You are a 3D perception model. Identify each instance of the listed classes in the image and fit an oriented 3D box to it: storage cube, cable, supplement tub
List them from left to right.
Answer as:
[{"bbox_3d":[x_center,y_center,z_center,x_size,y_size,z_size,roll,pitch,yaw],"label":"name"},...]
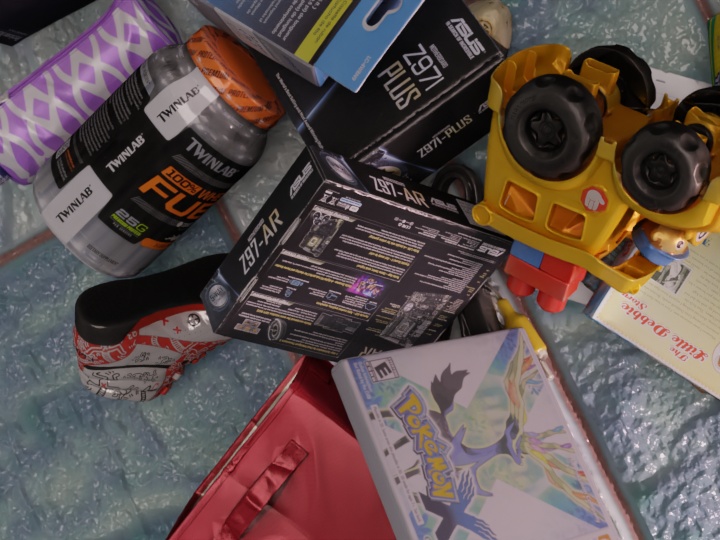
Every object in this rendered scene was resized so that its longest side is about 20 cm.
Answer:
[{"bbox_3d":[-0.163,-0.098,1.121,0.200,0.122,0.123,-42,85,18],"label":"supplement tub"},{"bbox_3d":[-0.028,0.191,1.090,0.179,0.200,0.171,39,96,-1],"label":"storage cube"},{"bbox_3d":[0.093,0.015,1.153,0.097,0.050,0.201,-25,73,35],"label":"cable"}]

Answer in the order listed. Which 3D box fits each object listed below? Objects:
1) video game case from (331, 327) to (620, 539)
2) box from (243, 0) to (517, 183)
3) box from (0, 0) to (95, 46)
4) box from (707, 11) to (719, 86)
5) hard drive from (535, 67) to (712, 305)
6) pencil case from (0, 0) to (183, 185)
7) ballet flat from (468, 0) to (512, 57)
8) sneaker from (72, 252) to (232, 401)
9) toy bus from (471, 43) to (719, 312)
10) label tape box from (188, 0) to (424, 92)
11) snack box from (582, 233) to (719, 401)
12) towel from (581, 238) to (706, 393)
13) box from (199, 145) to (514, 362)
[{"bbox_3d":[0.090,0.145,1.018,0.022,0.181,0.201,-48,58,48],"label":"video game case"},{"bbox_3d":[0.011,-0.173,1.092,0.163,0.086,0.201,-34,63,8],"label":"box"},{"bbox_3d":[-0.265,-0.277,1.107,0.181,0.200,0.105,-26,89,7],"label":"box"},{"bbox_3d":[0.332,-0.127,1.063,0.116,0.048,0.202,4,78,-19],"label":"box"},{"bbox_3d":[0.221,-0.066,1.129,0.131,0.026,0.202,17,93,8],"label":"hard drive"},{"bbox_3d":[-0.243,-0.160,1.164,0.200,0.084,0.086,-37,124,5],"label":"pencil case"},{"bbox_3d":[0.059,-0.140,1.135,0.066,0.057,0.200,39,96,5],"label":"ballet flat"},{"bbox_3d":[-0.147,0.051,1.169,0.200,0.108,0.067,-10,50,-22],"label":"sneaker"},{"bbox_3d":[0.183,-0.050,1.007,0.199,0.136,0.193,25,120,24],"label":"toy bus"},{"bbox_3d":[-0.025,-0.222,1.039,0.199,0.066,0.144,34,86,27],"label":"label tape box"},{"bbox_3d":[0.290,0.039,1.080,0.199,0.037,0.117,32,93,-5],"label":"snack box"},{"bbox_3d":[0.293,-0.020,1.104,0.147,0.022,0.200,42,93,-5],"label":"towel"},{"bbox_3d":[0.000,0.000,1.067,0.161,0.199,0.044,-52,42,27],"label":"box"}]
